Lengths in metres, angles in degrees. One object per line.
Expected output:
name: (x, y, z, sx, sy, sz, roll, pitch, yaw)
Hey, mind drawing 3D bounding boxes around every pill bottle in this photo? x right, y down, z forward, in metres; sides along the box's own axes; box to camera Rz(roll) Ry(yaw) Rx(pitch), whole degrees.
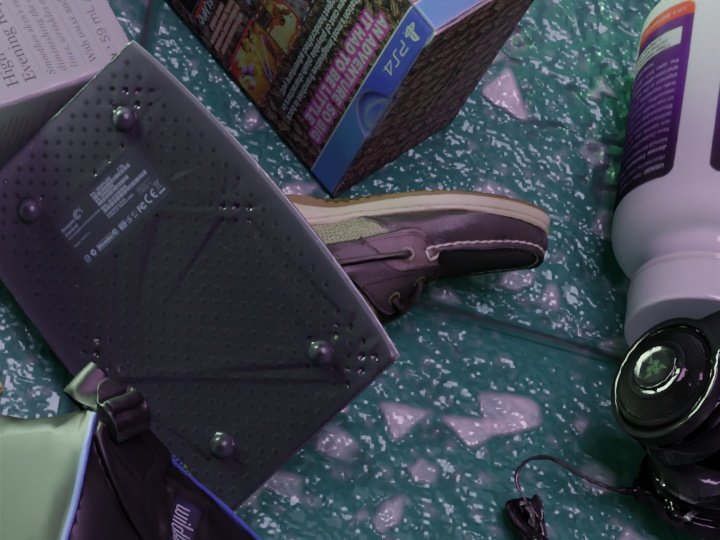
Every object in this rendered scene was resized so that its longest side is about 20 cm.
pill bottle: (0.193, -0.047, 1.247, 0.111, 0.112, 0.201, 19, 57, -10)

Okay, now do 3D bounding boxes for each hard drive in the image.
hard drive: (-0.084, 0.005, 1.110, 0.135, 0.042, 0.200, -43, 78, 10)

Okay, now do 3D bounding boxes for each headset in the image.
headset: (0.168, 0.092, 1.159, 0.199, 0.124, 0.094, -22, 40, 0)

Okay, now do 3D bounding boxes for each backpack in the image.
backpack: (-0.116, 0.168, 0.972, 0.200, 0.146, 0.184, 44, 47, -45)

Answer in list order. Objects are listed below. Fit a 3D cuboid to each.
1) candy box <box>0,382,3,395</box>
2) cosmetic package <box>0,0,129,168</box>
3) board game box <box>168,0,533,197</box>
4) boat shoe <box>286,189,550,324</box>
candy box: (-0.256, 0.096, 0.988, 0.199, 0.116, 0.055, -27, 75, -31)
cosmetic package: (-0.221, -0.095, 1.136, 0.199, 0.074, 0.102, -22, 71, -31)
board game box: (-0.019, -0.171, 1.204, 0.097, 0.160, 0.200, -34, 79, -33)
boat shoe: (0.000, 0.000, 1.174, 0.199, 0.072, 0.066, 0, 71, -14)
